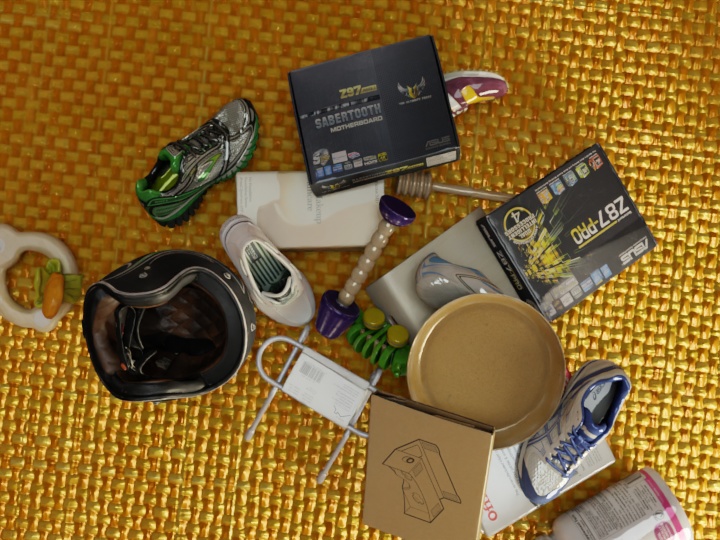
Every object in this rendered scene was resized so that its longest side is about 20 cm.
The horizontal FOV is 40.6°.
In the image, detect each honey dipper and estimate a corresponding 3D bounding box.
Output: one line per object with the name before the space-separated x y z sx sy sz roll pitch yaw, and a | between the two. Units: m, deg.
honey dipper | 0.145 -0.105 1.316 0.195 0.038 0.039 9 88 -5

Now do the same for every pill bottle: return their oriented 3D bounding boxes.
pill bottle | 0.321 0.354 1.268 0.197 0.113 0.115 -29 89 -2

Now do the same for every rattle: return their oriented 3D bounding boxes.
rattle | -0.463 -0.005 1.245 0.199 0.143 0.130 42 106 -6

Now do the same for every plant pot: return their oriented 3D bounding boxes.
plant pot | 0.155 0.124 1.209 0.195 0.028 0.205 1 103 2

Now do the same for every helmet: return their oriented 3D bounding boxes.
helmet | -0.231 0.066 1.219 0.188 0.198 0.205 -14 89 -38

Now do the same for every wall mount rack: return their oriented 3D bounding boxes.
wall mount rack | -0.062 0.178 1.285 0.198 0.075 0.176 30 84 -1

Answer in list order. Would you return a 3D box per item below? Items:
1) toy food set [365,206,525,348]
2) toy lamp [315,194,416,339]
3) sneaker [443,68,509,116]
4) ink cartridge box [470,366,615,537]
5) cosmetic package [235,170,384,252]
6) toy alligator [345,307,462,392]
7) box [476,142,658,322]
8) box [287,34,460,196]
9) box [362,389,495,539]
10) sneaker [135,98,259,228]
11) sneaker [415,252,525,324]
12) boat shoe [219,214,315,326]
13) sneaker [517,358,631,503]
toy food set | 0.125 0.026 1.304 0.198 0.060 0.145 -35 90 -11
toy lamp | 0.000 0.000 1.241 0.057 0.058 0.202 29 112 0
sneaker | 0.102 -0.212 1.298 0.195 0.075 0.092 -5 86 7
ink cartridge box | 0.209 0.231 1.282 0.197 0.084 0.146 -29 90 -3
cosmetic package | -0.064 -0.078 1.288 0.195 0.071 0.108 -3 88 -2
toy alligator | 0.043 0.112 1.264 0.199 0.060 0.054 35 50 24
box | 0.274 -0.049 1.290 0.198 0.049 0.163 -31 92 -15
box | 0.016 -0.197 1.238 0.195 0.051 0.161 -13 75 3
box | 0.082 0.262 1.232 0.160 0.021 0.204 15 118 20
sneaker | -0.210 -0.146 1.268 0.078 0.085 0.201 40 86 28
sneaker | 0.160 0.039 1.247 0.197 0.072 0.073 29 46 -13
boat shoe | -0.112 0.017 1.233 0.073 0.067 0.200 -41 131 -1
sneaker | 0.261 0.199 1.200 0.074 0.088 0.203 30 88 -4
